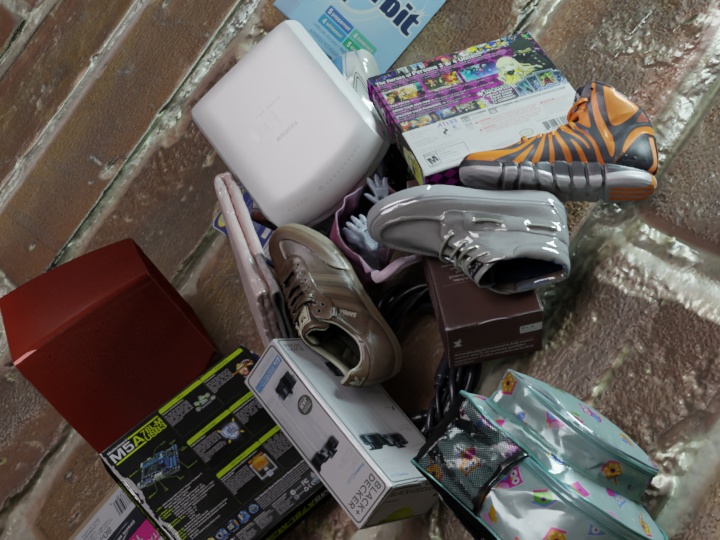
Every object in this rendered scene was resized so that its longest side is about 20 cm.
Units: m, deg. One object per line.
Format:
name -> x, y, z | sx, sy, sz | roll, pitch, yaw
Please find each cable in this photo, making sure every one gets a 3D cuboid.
cable -> 0.052, 0.101, 1.410 | 0.201, 0.051, 0.163 | -55, 44, -2

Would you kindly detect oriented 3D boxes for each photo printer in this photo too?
photo printer -> -0.074, -0.152, 1.496 | 0.166, 0.069, 0.201 | -41, 70, 10

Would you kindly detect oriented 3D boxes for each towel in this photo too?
towel -> -0.111, 0.020, 1.505 | 0.032, 0.201, 0.192 | -18, 49, -8

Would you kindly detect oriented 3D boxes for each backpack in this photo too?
backpack -> 0.170, 0.192, 1.166 | 0.154, 0.175, 0.200 | -48, 48, 11

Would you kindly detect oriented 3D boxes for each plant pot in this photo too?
plant pot -> -0.287, 0.082, 1.593 | 0.176, 0.200, 0.200 | -39, 28, -2

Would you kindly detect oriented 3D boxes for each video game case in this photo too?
video game case -> 0.128, -0.173, 1.457 | 0.198, 0.036, 0.182 | -18, 46, -10

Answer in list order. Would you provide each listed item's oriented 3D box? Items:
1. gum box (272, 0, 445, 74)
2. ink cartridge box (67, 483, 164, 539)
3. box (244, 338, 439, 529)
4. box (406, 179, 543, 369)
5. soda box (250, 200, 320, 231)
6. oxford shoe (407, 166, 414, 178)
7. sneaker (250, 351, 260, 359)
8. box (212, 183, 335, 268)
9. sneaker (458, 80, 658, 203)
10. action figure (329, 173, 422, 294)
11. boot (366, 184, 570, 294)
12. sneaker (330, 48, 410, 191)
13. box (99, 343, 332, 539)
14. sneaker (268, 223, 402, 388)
gum box -> 0.018, -0.341, 1.627 | 0.200, 0.170, 0.045 | -49, 45, 4
ink cartridge box -> -0.223, 0.300, 1.502 | 0.200, 0.075, 0.165 | -49, 43, 3
box -> -0.011, 0.156, 1.336 | 0.200, 0.116, 0.060 | 47, 115, 27
box -> 0.115, -0.007, 1.384 | 0.099, 0.075, 0.201 | -11, 50, -1
soda box -> -0.079, -0.148, 1.574 | 0.063, 0.068, 0.202 | 1, 81, 22
oxford shoe -> -0.008, -0.145, 1.613 | 0.198, 0.058, 0.076 | 11, 73, 28
sneaker -> -0.126, 0.172, 1.499 | 0.088, 0.075, 0.201 | -37, 47, 15
box -> -0.089, -0.064, 1.643 | 0.199, 0.032, 0.122 | 32, 86, 44
sneaker -> 0.199, -0.129, 1.364 | 0.198, 0.078, 0.113 | 2, 73, 1
action figure -> 0.000, 0.000, 1.469 | 0.149, 0.133, 0.201 | 47, 139, 25
boot -> 0.105, -0.027, 1.307 | 0.198, 0.074, 0.096 | -3, 45, 3
sneaker -> 0.005, -0.154, 1.541 | 0.072, 0.072, 0.202 | -22, 70, 20
box -> -0.139, 0.204, 1.420 | 0.200, 0.048, 0.193 | -38, 59, -19
sneaker -> -0.039, 0.032, 1.357 | 0.200, 0.075, 0.071 | 48, 127, 20
